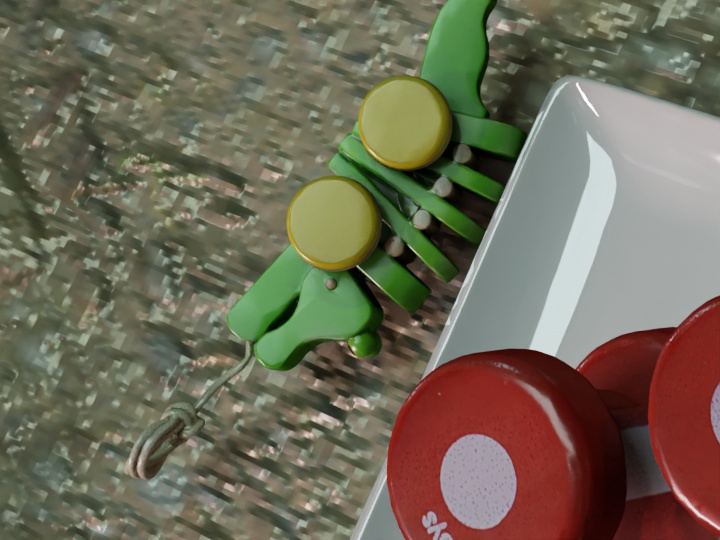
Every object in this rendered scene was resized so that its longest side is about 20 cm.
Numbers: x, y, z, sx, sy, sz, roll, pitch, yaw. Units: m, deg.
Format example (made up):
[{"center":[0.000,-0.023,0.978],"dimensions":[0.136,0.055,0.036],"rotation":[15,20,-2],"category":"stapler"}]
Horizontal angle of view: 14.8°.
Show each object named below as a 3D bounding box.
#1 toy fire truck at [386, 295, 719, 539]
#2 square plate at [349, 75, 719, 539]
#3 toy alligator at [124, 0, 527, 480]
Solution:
[{"center":[0.108,0.093,0.735],"dimensions":[0.199,0.112,0.169],"rotation":[-15,84,35],"category":"toy fire truck"},{"center":[0.103,0.054,0.834],"dimensions":[0.199,0.028,0.199],"rotation":[19,81,37],"category":"square plate"},{"center":[0.000,0.000,0.908],"dimensions":[0.054,0.059,0.200],"rotation":[35,92,10],"category":"toy alligator"}]
